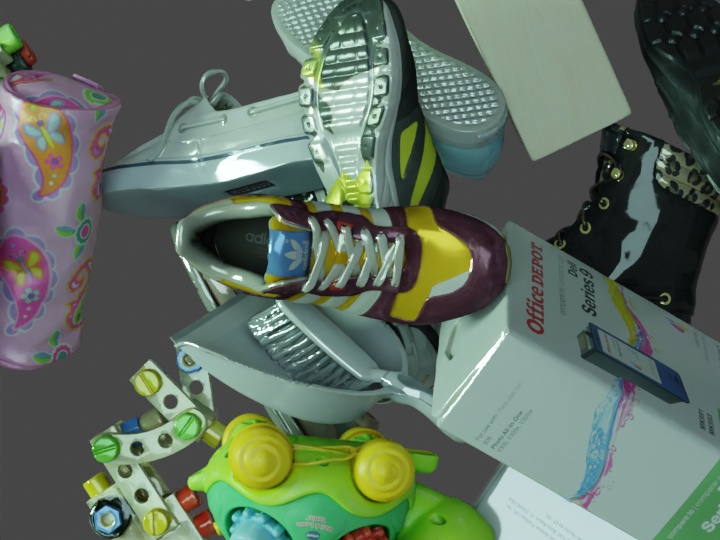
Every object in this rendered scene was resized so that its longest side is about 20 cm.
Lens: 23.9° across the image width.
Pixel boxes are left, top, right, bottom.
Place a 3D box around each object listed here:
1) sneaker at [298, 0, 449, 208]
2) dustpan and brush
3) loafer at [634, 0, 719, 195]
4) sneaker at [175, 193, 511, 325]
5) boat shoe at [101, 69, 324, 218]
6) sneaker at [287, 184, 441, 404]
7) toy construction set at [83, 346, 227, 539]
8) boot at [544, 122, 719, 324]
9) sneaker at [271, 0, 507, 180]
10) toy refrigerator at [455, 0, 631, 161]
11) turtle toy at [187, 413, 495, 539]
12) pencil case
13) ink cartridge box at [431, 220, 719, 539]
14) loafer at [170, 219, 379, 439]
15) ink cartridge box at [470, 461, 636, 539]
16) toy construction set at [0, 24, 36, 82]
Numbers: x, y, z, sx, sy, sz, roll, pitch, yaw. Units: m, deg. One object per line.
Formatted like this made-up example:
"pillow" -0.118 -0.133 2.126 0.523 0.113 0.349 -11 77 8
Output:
"sneaker" 0.013 -0.078 1.090 0.074 0.084 0.202 7 102 37
"dustpan and brush" -0.002 0.063 1.064 0.200 0.139 0.057 39 122 11
"loafer" 0.228 -0.113 1.117 0.068 0.071 0.201 -14 49 -6
"sneaker" -0.012 -0.006 1.007 0.199 0.090 0.076 3 93 21
"boat shoe" -0.097 -0.093 1.165 0.201 0.074 0.087 -11 69 29
"sneaker" 0.000 0.000 1.174 0.074 0.080 0.201 -33 70 33
"toy construction set" -0.116 0.161 1.171 0.131 0.092 0.201 -33 76 4
"boot" 0.148 -0.027 1.150 0.199 0.073 0.151 22 93 2
"sneaker" 0.015 -0.123 1.168 0.074 0.082 0.200 -38 60 -23
"toy refrigerator" 0.104 -0.183 1.139 0.076 0.070 0.201 -26 102 5
"turtle toy" -0.011 0.151 1.071 0.199 0.146 0.102 8 88 -6
"pencil case" -0.218 -0.033 1.155 0.087 0.087 0.201 14 110 6
"ink cartridge box" 0.151 0.077 1.055 0.199 0.146 0.088 29 117 -9
"loafer" -0.058 0.042 1.173 0.063 0.072 0.201 -29 95 3
"ink cartridge box" 0.128 0.209 1.143 0.146 0.086 0.201 35 94 5
"toy construction set" -0.288 -0.179 1.152 0.092 0.131 0.201 -16 74 7
